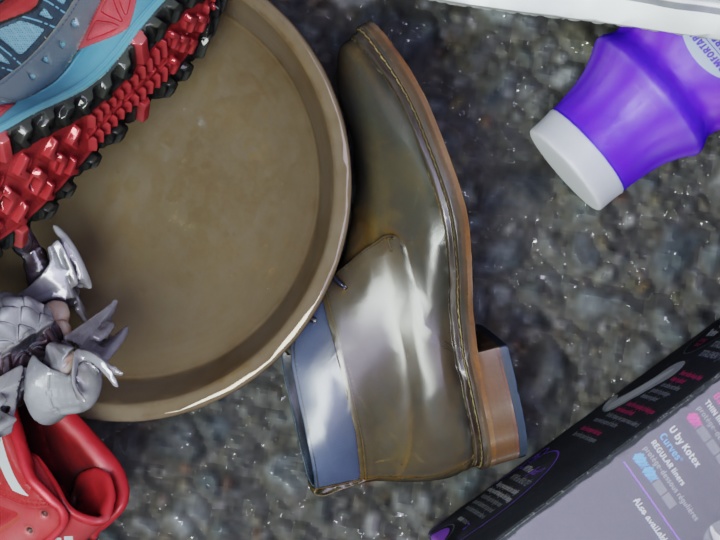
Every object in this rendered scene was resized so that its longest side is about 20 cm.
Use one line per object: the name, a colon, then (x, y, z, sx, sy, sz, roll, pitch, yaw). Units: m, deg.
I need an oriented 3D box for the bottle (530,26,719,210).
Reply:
bottle: (0.162, -0.109, 1.251, 0.200, 0.065, 0.084, -41, 92, -4)

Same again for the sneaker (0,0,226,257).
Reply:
sneaker: (-0.145, -0.077, 1.153, 0.095, 0.080, 0.200, 34, 55, 18)

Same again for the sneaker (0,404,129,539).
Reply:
sneaker: (-0.151, 0.138, 1.191, 0.078, 0.115, 0.201, -13, 94, -47)

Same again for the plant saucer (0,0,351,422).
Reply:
plant saucer: (-0.099, -0.036, 1.221, 0.199, 0.029, 0.201, 0, 89, 12)

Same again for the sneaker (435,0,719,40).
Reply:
sneaker: (0.124, -0.135, 1.173, 0.199, 0.078, 0.080, 9, 96, -6)

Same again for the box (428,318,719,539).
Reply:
box: (0.142, 0.102, 1.225, 0.200, 0.122, 0.106, -36, 94, -4)

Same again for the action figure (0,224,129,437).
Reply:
action figure: (-0.180, 0.015, 1.162, 0.199, 0.130, 0.070, 21, 110, 26)

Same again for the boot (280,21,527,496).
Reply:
boot: (0.000, 0.000, 1.233, 0.096, 0.075, 0.201, -18, 95, -8)
